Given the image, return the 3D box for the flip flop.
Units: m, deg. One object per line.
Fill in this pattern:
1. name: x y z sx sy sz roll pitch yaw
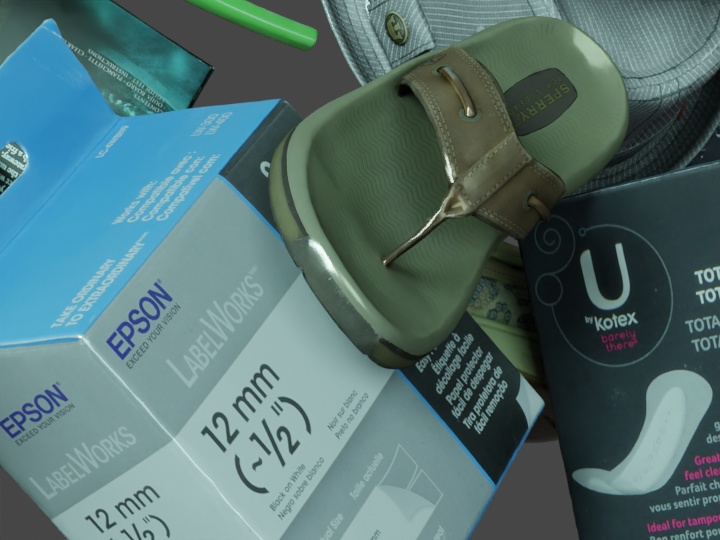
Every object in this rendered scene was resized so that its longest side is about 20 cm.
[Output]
1. flip flop: 0.039 -0.038 0.838 0.081 0.058 0.200 55 40 -1

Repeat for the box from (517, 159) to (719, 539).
1. box: 0.146 0.061 0.916 0.106 0.122 0.201 -10 88 -56

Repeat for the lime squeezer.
1. lime squeezer: -0.101 -0.141 0.955 0.200 0.038 0.071 50 35 -2

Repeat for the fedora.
1. fedora: 0.076 -0.127 0.979 0.176 0.090 0.201 -11 81 -22

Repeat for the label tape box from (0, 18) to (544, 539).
1. label tape box: -0.047 0.020 0.803 0.200 0.066 0.143 50 39 -12

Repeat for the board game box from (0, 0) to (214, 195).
1. board game box: -0.167 -0.069 0.910 0.200 0.028 0.136 34 69 -11

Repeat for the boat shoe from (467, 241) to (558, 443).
1. boat shoe: 0.000 0.000 0.937 0.199 0.073 0.063 26 59 -26
